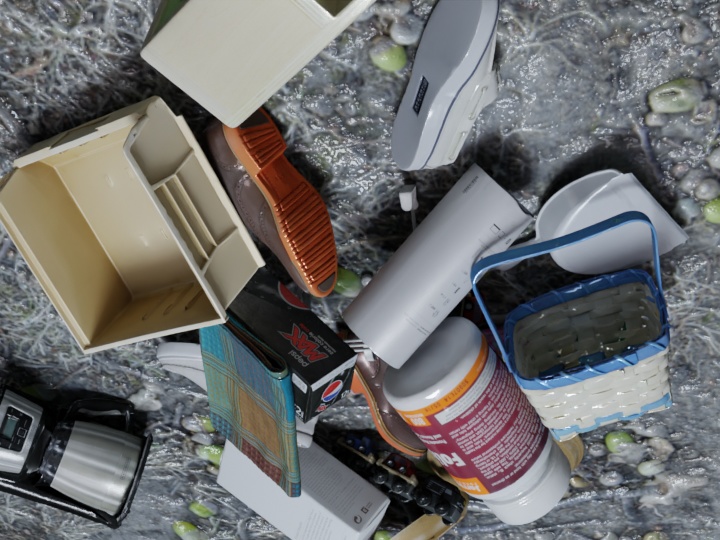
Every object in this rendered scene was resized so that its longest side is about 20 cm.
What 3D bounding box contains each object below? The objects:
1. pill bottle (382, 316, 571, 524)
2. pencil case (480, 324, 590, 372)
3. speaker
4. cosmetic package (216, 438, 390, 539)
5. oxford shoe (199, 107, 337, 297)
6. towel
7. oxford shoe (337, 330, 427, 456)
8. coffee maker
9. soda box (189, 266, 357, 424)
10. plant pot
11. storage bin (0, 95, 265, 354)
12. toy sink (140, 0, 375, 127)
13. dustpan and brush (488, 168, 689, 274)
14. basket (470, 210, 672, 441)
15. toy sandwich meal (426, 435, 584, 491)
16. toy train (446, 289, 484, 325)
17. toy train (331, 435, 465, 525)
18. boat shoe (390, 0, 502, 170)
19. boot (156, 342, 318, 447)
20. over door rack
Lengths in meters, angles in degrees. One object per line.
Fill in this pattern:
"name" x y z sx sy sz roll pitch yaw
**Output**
"pill bottle" 0.121 0.154 1.189 0.113 0.115 0.201 -26 117 28
"pencil case" 0.156 0.097 1.284 0.197 0.088 0.088 -11 131 19
"speaker" 0.073 -0.003 1.142 0.081 0.081 0.200 38 98 -26
"cosmetic package" -0.071 0.262 1.421 0.199 0.074 0.102 36 136 15
"oxford shoe" -0.087 -0.062 1.152 0.072 0.071 0.202 -20 100 39
"towel" -0.116 0.133 1.222 0.146 0.022 0.202 36 144 33
"oxford shoe" 0.044 0.138 1.347 0.072 0.072 0.201 -23 128 17
"coffee maker" -0.374 0.238 1.449 0.198 0.136 0.193 22 133 -12
"soda box" -0.094 0.059 1.214 0.200 0.070 0.064 41 143 25
"plant pot" 0.059 0.338 1.465 0.028 0.199 0.200 54 129 14
"storage bin" -0.227 -0.041 1.143 0.198 0.094 0.200 -13 116 36
"toy sink" -0.073 -0.240 0.965 0.112 0.131 0.199 37 128 -25
"dustpan and brush" 0.206 -0.032 1.184 0.199 0.058 0.139 -32 134 24
"basket" 0.208 0.051 1.135 0.174 0.140 0.202 -15 125 8
"toy sandwich meal" 0.169 0.194 1.389 0.202 0.071 0.206 0 144 0
"toy train" 0.106 0.039 1.220 0.045 0.034 0.203 7 110 4
"toy train" 0.043 0.240 1.399 0.199 0.046 0.034 21 157 39
"boat shoe" 0.090 -0.171 1.061 0.069 0.071 0.201 -4 135 -27
"boot" -0.141 0.144 1.344 0.197 0.097 0.074 12 166 -4
"over door rack" 0.000 0.000 1.233 0.145 0.067 0.202 -4 119 11
